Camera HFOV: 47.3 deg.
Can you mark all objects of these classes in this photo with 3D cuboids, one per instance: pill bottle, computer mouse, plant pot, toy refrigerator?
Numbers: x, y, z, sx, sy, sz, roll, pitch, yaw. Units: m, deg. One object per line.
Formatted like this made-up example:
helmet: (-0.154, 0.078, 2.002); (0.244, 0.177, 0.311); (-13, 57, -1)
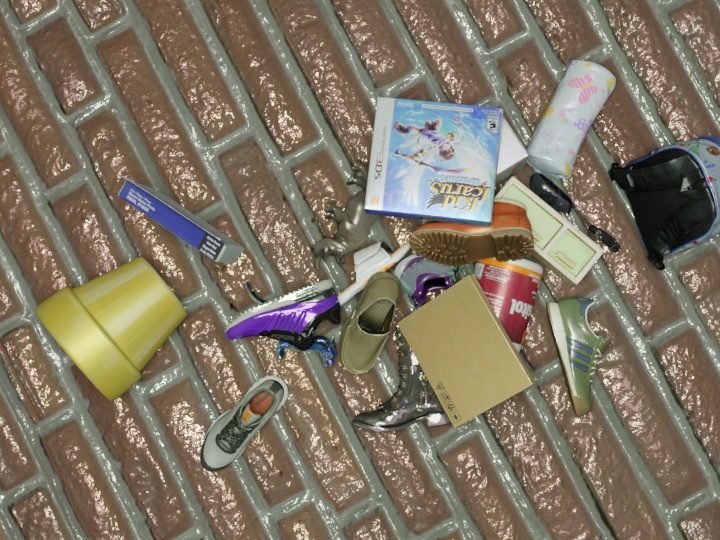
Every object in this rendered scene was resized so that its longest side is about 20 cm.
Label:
pill bottle: (0.227, 0.074, 1.381); (0.113, 0.113, 0.200); (16, 89, 3)
computer mouse: (0.366, -0.094, 1.415); (0.200, 0.059, 0.034); (41, 112, -1)
plant pot: (-0.404, 0.084, 1.379); (0.189, 0.201, 0.201); (-39, 86, -16)
toy refrigerator: (0.310, -0.067, 1.404); (0.200, 0.070, 0.076); (40, 90, 3)

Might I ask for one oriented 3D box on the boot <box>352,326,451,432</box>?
boot: (0.076, 0.183, 1.412); (0.199, 0.069, 0.175); (-7, 85, -5)

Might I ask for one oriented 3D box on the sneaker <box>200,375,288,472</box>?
sneaker: (-0.207, 0.263, 1.410); (0.074, 0.079, 0.200); (40, 91, 2)

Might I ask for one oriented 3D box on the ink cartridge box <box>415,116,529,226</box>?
ink cartridge box: (0.168, -0.159, 1.376); (0.200, 0.145, 0.084); (-31, 84, 1)

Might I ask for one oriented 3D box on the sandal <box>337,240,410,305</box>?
sandal: (-0.001, 0.000, 1.411); (0.207, 0.079, 0.059); (-38, 88, 3)

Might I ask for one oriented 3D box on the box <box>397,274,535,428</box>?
box: (0.168, 0.132, 1.332); (0.163, 0.021, 0.200); (-36, 75, 30)

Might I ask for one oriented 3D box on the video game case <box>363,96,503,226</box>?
video game case: (0.114, -0.170, 1.285); (0.199, 0.045, 0.182); (6, 86, 6)

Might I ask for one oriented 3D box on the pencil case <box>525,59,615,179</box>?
pencil case: (0.358, -0.257, 1.403); (0.091, 0.083, 0.200); (26, 89, -1)

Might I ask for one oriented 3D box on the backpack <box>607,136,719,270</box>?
backpack: (0.533, -0.124, 1.337); (0.154, 0.190, 0.200); (-24, 87, -15)

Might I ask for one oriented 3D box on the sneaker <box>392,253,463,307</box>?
sneaker: (0.157, -0.011, 1.389); (0.200, 0.074, 0.088); (-33, 54, -3)

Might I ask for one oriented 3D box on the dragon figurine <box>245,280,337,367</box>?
dragon figurine: (-0.116, 0.088, 1.422); (0.099, 0.059, 0.200); (-30, 87, 1)

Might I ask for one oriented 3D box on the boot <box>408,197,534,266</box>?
boot: (0.181, -0.068, 1.347); (0.199, 0.075, 0.107); (-1, 48, 9)

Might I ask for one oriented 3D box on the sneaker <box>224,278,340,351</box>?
sneaker: (-0.123, 0.092, 1.357); (0.200, 0.070, 0.100); (-22, 89, 2)

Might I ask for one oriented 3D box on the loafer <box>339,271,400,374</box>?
loafer: (0.011, 0.097, 1.380); (0.076, 0.067, 0.200); (15, 116, -5)

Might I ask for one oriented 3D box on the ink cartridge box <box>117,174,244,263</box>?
ink cartridge box: (-0.300, -0.080, 1.367); (0.199, 0.200, 0.041); (33, 89, 4)

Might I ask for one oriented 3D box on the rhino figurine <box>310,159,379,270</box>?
rhino figurine: (-0.021, -0.085, 1.425); (0.087, 0.060, 0.200); (33, 91, 6)

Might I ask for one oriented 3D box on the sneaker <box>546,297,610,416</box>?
sneaker: (0.382, 0.140, 1.392); (0.090, 0.067, 0.201); (-14, 84, 7)
